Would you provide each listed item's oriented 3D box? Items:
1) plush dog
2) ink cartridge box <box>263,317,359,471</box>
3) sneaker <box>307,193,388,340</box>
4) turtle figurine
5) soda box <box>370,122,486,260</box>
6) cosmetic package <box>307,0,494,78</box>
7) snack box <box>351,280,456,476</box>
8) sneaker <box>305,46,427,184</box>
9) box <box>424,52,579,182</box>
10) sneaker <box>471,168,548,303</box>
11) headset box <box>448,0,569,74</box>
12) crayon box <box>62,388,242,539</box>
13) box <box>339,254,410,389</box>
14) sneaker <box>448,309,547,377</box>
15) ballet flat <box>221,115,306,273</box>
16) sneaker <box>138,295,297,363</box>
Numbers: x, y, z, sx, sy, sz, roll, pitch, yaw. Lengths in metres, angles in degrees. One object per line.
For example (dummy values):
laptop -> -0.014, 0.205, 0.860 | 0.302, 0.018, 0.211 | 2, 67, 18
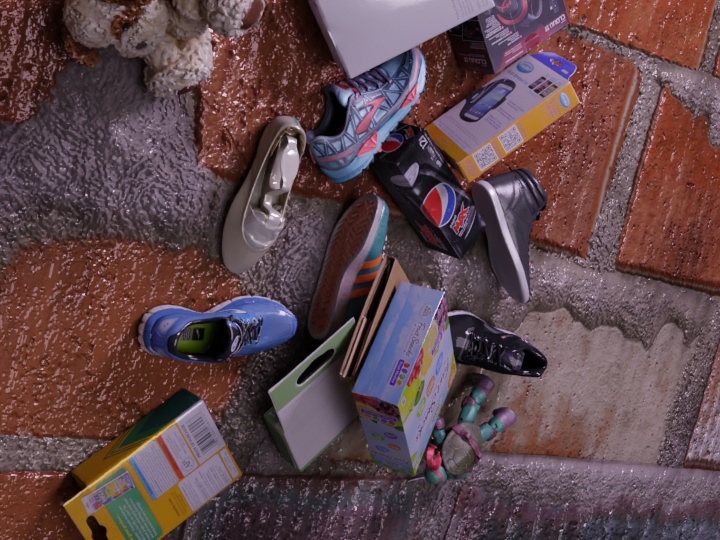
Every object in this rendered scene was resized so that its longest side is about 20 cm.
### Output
plush dog -> -0.223, -0.277, 1.177 | 0.172, 0.200, 0.161 | -18, 80, -42
ink cartridge box -> -0.056, 0.149, 1.441 | 0.145, 0.048, 0.200 | -41, 144, -20
sneaker -> 0.000, 0.000, 1.471 | 0.080, 0.071, 0.200 | 13, 103, -39
turtle figurine -> 0.132, 0.245, 1.626 | 0.200, 0.101, 0.150 | -41, 124, -27
soda box -> 0.086, -0.103, 1.488 | 0.063, 0.071, 0.200 | -52, 133, -15
cosmetic package -> 0.044, -0.326, 1.356 | 0.200, 0.081, 0.113 | -25, 120, -2
snack box -> 0.060, 0.139, 1.446 | 0.200, 0.068, 0.169 | 77, 33, -56
sneaker -> 0.005, -0.208, 1.405 | 0.096, 0.079, 0.200 | 39, 79, -35
box -> 0.189, -0.205, 1.480 | 0.200, 0.119, 0.042 | -34, 125, -1
sneaker -> 0.231, -0.054, 1.622 | 0.099, 0.071, 0.200 | -29, 115, -21
headset box -> 0.181, -0.363, 1.492 | 0.149, 0.075, 0.200 | -37, 122, -23
crayon box -> -0.253, 0.251, 1.364 | 0.200, 0.052, 0.126 | -37, 122, -24
box -> 0.033, 0.090, 1.469 | 0.200, 0.021, 0.164 | 55, 52, -64
sneaker -> 0.187, 0.109, 1.626 | 0.200, 0.088, 0.076 | 13, 96, -38
ballet flat -> -0.111, -0.087, 1.361 | 0.069, 0.069, 0.200 | 15, 95, -38
sneaker -> -0.158, 0.080, 1.360 | 0.200, 0.089, 0.079 | -7, 108, -36
